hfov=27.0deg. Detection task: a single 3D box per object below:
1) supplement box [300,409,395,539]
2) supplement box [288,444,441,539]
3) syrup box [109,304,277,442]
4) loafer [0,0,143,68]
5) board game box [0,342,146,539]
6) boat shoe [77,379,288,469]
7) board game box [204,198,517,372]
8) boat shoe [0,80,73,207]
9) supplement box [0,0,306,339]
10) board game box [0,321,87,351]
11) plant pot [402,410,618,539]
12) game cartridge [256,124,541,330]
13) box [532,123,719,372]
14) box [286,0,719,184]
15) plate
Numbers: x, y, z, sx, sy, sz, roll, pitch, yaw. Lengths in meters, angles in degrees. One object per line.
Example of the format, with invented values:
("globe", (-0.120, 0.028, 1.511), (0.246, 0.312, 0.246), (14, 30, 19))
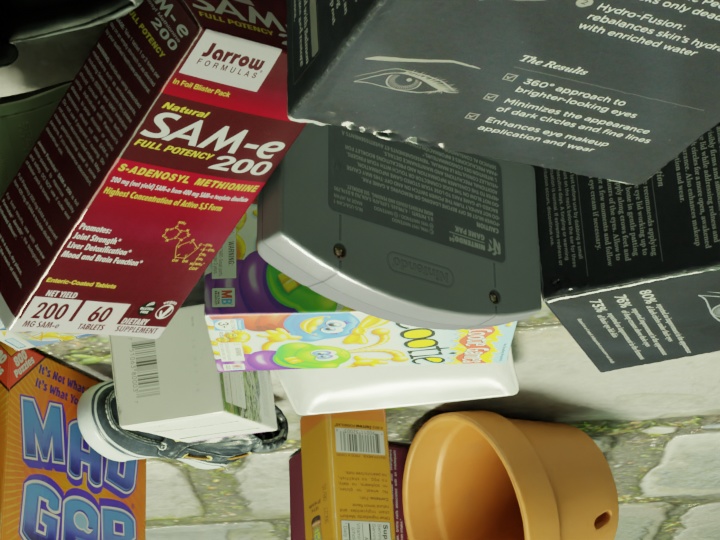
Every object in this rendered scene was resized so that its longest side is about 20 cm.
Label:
("supplement box", (-0.011, 0.221, 1.361), (0.068, 0.202, 0.067), (9, 154, -24))
("supplement box", (0.032, 0.243, 1.527), (0.198, 0.112, 0.086), (10, 154, -26))
("syrup box", (-0.122, 0.081, 1.131), (0.080, 0.080, 0.200), (-9, 170, 5))
("loafer", (-0.188, -0.131, 0.717), (0.199, 0.071, 0.068), (-12, 154, 21))
("board game box", (-0.320, 0.201, 1.286), (0.198, 0.202, 0.200), (-14, 154, 24))
("boat shoe", (-0.151, 0.128, 1.311), (0.090, 0.072, 0.200), (-19, 158, 30))
("board game box", (0.000, 0.000, 0.989), (0.198, 0.104, 0.105), (-2, 156, -1))
("boat shoe", (-0.178, -0.069, 0.836), (0.200, 0.073, 0.060), (-12, -169, -38))
("supplement box", (-0.108, -0.056, 0.781), (0.108, 0.061, 0.201), (5, 129, -49))
("board game box", (-0.239, -0.001, 1.045), (0.134, 0.035, 0.200), (-12, 155, 20))
("plant pot", (0.151, 0.224, 1.426), (0.139, 0.202, 0.200), (-8, 162, -31))
("game cartridge", (0.024, -0.037, 0.873), (0.199, 0.135, 0.040), (17, 150, -35))
("box", (0.225, -0.019, 0.968), (0.198, 0.105, 0.148), (-12, 154, 19))
("box", (0.091, -0.144, 0.661), (0.195, 0.119, 0.200), (8, 155, -23))
("plate", (0.027, 0.066, 1.228), (0.197, 0.033, 0.200), (-5, 156, 7))
